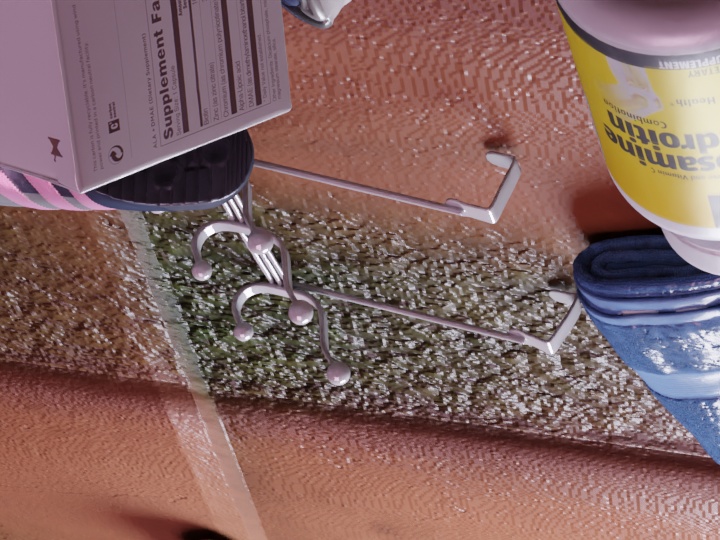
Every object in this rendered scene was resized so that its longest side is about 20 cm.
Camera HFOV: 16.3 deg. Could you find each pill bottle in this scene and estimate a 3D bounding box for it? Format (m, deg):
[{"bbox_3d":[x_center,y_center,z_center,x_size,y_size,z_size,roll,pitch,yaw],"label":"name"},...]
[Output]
[{"bbox_3d":[0.149,-0.083,1.049,0.112,0.112,0.200,3,149,20],"label":"pill bottle"}]

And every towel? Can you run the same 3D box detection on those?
[{"bbox_3d":[0.197,0.049,1.326,0.111,0.049,0.200,-5,146,33],"label":"towel"}]

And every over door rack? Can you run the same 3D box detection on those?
[{"bbox_3d":[0.000,0.000,1.312,0.199,0.067,0.148,3,150,21],"label":"over door rack"}]

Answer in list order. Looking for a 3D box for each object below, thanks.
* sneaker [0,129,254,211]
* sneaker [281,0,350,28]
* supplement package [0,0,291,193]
[{"bbox_3d":[-0.143,-0.063,1.285,0.199,0.070,0.082,8,169,15],"label":"sneaker"},{"bbox_3d":[-0.021,-0.195,0.977,0.074,0.087,0.200,40,154,45],"label":"sneaker"},{"bbox_3d":[-0.139,-0.135,0.963,0.200,0.111,0.156,16,121,42],"label":"supplement package"}]
